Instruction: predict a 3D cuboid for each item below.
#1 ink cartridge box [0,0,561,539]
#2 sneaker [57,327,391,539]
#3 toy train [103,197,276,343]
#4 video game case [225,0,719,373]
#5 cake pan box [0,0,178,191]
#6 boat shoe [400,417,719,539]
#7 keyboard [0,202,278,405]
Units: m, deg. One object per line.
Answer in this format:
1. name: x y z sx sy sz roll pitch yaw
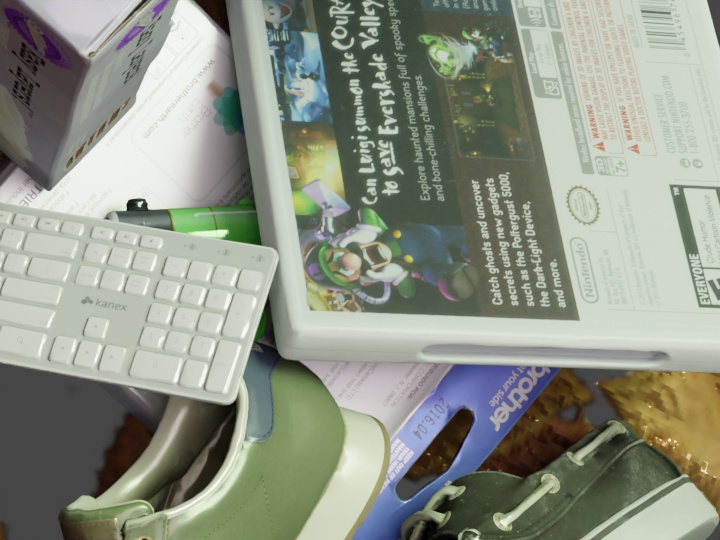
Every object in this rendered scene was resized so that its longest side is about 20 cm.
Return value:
1. ink cartridge box: -0.037 0.010 1.004 0.200 0.042 0.119 43 77 -11
2. sneaker: -0.070 0.109 0.909 0.090 0.067 0.200 42 65 -32
3. toy train: 0.000 0.000 0.977 0.200 0.042 0.057 -2 79 -18
4. video game case: 0.047 -0.054 0.987 0.181 0.023 0.200 3 56 -18
5. cake pan box: -0.140 -0.118 0.869 0.184 0.200 0.052 41 76 -2
6. boat shoe: 0.045 0.107 0.989 0.200 0.071 0.064 -23 68 -47
7. keyboard: -0.128 0.002 0.927 0.200 0.011 0.056 10 59 15
